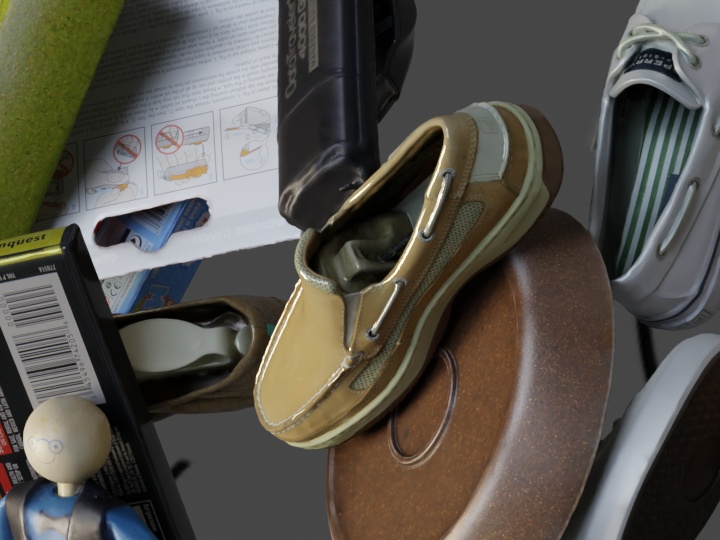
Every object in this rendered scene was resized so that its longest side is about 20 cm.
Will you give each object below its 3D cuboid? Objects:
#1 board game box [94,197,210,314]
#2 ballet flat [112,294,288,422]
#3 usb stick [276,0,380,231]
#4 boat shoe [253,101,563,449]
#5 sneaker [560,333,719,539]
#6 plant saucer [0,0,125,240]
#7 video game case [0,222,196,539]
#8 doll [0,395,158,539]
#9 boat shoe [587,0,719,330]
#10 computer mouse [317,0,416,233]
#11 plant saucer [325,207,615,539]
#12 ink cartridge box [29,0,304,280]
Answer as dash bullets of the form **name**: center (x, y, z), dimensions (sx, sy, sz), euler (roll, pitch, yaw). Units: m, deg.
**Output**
- **board game box**: center (-0.170, -0.016, 1.516), dimensions (0.200, 0.037, 0.151), euler (32, 96, 37)
- **ballet flat**: center (-0.123, 0.048, 1.404), dimensions (0.200, 0.072, 0.068), euler (-9, 74, 16)
- **usb stick**: center (-0.016, -0.094, 1.344), dimensions (0.055, 0.033, 0.200), euler (-45, 29, 30)
- **boat shoe**: center (0.000, 0.000, 1.262), dimensions (0.200, 0.076, 0.072), euler (-55, 51, 31)
- **sneaker**: center (0.090, 0.106, 1.258), dimensions (0.085, 0.073, 0.200), euler (32, 97, 36)
- **plant saucer**: center (-0.227, -0.107, 1.428), dimensions (0.200, 0.048, 0.200), euler (33, 110, 22)
- **video game case**: center (-0.185, 0.084, 1.381), dimensions (0.180, 0.200, 0.026), euler (-11, 28, 13)
- **doll**: center (-0.124, 0.155, 1.346), dimensions (0.136, 0.048, 0.201), euler (4, 100, 37)
- **boat shoe**: center (0.140, -0.077, 1.282), dimensions (0.073, 0.067, 0.200), euler (-3, 74, 36)
- **computer mouse**: center (0.007, -0.060, 1.380), dimensions (0.059, 0.034, 0.200), euler (-27, 49, 36)
- **plant saucer**: center (0.038, 0.063, 1.286), dimensions (0.200, 0.034, 0.201), euler (-40, 40, 46)
- **ink cartridge box**: center (-0.098, -0.090, 1.462), dimensions (0.161, 0.050, 0.200), euler (-12, 72, 20)
